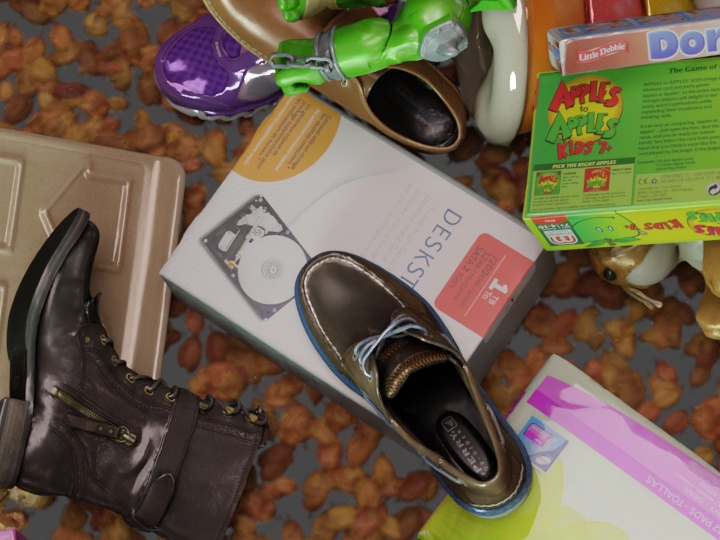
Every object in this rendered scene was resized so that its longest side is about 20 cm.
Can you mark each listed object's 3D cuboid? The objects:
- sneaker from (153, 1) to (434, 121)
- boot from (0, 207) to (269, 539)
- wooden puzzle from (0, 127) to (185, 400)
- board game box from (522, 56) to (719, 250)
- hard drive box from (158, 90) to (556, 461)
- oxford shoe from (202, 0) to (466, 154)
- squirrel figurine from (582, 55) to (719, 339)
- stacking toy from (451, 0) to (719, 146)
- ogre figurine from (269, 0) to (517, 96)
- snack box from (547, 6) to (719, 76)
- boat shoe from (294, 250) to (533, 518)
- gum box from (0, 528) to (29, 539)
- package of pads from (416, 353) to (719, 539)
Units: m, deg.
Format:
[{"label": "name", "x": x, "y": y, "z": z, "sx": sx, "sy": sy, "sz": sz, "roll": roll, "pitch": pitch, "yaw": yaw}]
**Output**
[{"label": "sneaker", "x": -0.043, "y": -0.160, "z": 1.690, "sx": 0.200, "sy": 0.088, "sz": 0.081, "roll": -14, "pitch": 74, "yaw": 4}, {"label": "boot", "x": -0.140, "y": 0.076, "z": 1.623, "sx": 0.174, "sy": 0.069, "sz": 0.200, "roll": 16, "pitch": 85, "yaw": -16}, {"label": "wooden puzzle", "x": -0.223, "y": 0.003, "z": 1.668, "sx": 0.200, "sy": 0.046, "sz": 0.185, "roll": 9, "pitch": 77, "yaw": -11}, {"label": "board game box", "x": 0.202, "y": -0.072, "z": 1.531, "sx": 0.200, "sy": 0.048, "sz": 0.102, "roll": -4, "pitch": 63, "yaw": 23}, {"label": "hard drive box", "x": 0.000, "y": 0.000, "z": 1.644, "sx": 0.200, "sy": 0.077, "sz": 0.156, "roll": 32, "pitch": 81, "yaw": 15}, {"label": "oxford shoe", "x": -0.012, "y": -0.140, "z": 1.616, "sx": 0.200, "sy": 0.071, "sz": 0.071, "roll": 32, "pitch": 99, "yaw": -12}, {"label": "squirrel figurine", "x": 0.234, "y": -0.054, "z": 1.614, "sx": 0.187, "sy": 0.142, "sz": 0.200, "roll": 7, "pitch": 65, "yaw": 20}, {"label": "stacking toy", "x": 0.165, "y": -0.159, "z": 1.656, "sx": 0.200, "sy": 0.146, "sz": 0.146, "roll": -5, "pitch": 73, "yaw": -10}, {"label": "ogre figurine", "x": 0.030, "y": -0.193, "z": 1.562, "sx": 0.120, "sy": 0.098, "sz": 0.200, "roll": 7, "pitch": 41, "yaw": 29}, {"label": "snack box", "x": 0.215, "y": -0.144, "z": 1.546, "sx": 0.200, "sy": 0.072, "sz": 0.024, "roll": -8, "pitch": 101, "yaw": 0}, {"label": "boat shoe", "x": 0.032, "y": 0.058, "z": 1.544, "sx": 0.072, "sy": 0.072, "sz": 0.200, "roll": -42, "pitch": 74, "yaw": -5}, {"label": "gum box", "x": -0.211, "y": 0.230, "z": 1.538, "sx": 0.066, "sy": 0.200, "sz": 0.114, "roll": -8, "pitch": 72, "yaw": 5}, {"label": "package of pads", "x": 0.152, "y": 0.171, "z": 1.578, "sx": 0.200, "sy": 0.068, "sz": 0.155, "roll": 35, "pitch": 81, "yaw": 16}]
